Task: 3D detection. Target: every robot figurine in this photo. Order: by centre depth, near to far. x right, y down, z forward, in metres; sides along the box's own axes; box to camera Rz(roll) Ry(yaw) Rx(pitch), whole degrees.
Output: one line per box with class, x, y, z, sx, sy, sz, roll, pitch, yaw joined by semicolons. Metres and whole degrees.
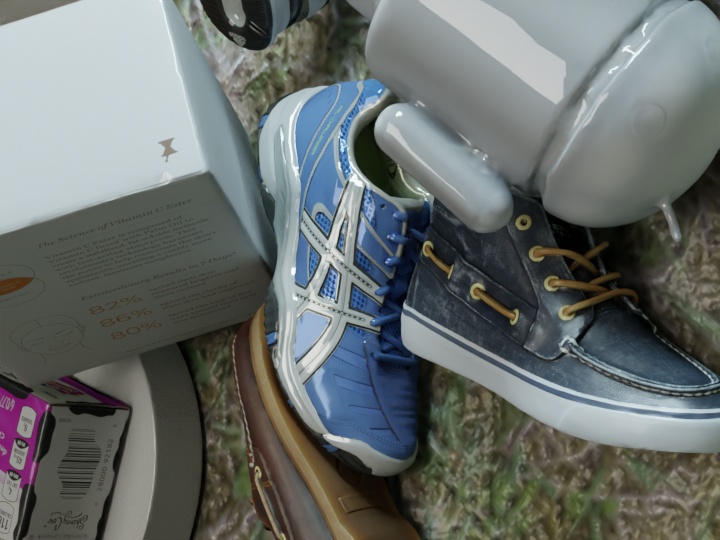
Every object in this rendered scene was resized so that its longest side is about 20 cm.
robot figurine;0.082;-0.097;1.078;0.200;0.113;0.170;39;81;13

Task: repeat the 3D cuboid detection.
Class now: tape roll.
tape roll;-0.166;0.107;1.384;0.202;0.037;0.204;-7;80;46

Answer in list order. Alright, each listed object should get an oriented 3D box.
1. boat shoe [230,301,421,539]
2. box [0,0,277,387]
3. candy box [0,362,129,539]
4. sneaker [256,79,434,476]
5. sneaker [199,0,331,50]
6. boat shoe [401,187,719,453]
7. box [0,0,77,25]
boat shoe;-0.024;0.112;1.214;0.070;0.070;0.201;-41;58;33
box;-0.134;-0.038;1.220;0.152;0.200;0.107;-17;68;4
candy box;-0.210;0.149;1.355;0.136;0.061;0.201;20;100;44
sneaker;0.000;0.000;1.200;0.077;0.076;0.201;-20;76;40
sneaker;-0.036;-0.220;1.217;0.076;0.115;0.201;27;138;39
boat shoe;0.093;0.014;1.099;0.200;0.071;0.091;22;110;45
box;-0.242;-0.217;1.384;0.199;0.199;0.172;-32;65;37
